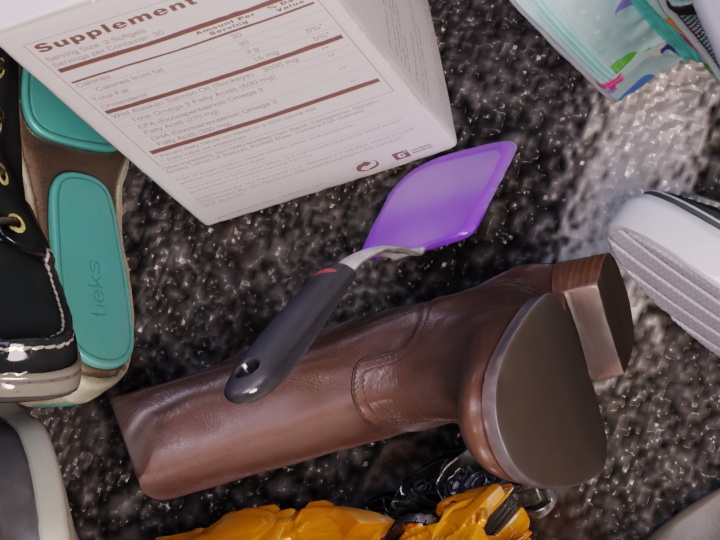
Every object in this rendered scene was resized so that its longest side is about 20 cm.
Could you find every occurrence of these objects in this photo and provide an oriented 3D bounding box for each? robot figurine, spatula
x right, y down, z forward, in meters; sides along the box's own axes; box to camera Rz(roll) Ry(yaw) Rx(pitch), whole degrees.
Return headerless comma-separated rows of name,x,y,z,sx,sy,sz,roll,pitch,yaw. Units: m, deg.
robot figurine,-0.018,0.127,0.882,0.200,0.058,0.145,-13,25,29
spatula,0.000,0.000,0.912,0.056,0.200,0.021,-12,108,33

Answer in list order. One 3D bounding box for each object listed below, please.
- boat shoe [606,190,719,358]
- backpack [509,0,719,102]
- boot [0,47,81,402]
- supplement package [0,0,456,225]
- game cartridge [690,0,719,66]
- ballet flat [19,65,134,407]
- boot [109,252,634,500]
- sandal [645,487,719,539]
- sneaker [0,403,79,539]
boat shoe,0.186,0.016,0.885,0.200,0.072,0.071,30,75,17
backpack,0.100,-0.169,0.903,0.150,0.200,0.178,-28,64,9
boot,-0.153,-0.052,0.930,0.204,0.073,0.154,-135,48,-56
supplement package,-0.055,-0.116,0.943,0.117,0.200,0.117,-17,66,15
game cartridge,0.200,-0.113,0.762,0.200,0.042,0.133,-24,62,8
ballet flat,-0.131,-0.039,1.024,0.062,0.067,0.200,-24,58,43
boot,-0.011,0.054,0.881,0.200,0.186,0.064,-13,97,18
sandal,0.091,0.133,0.878,0.200,0.055,0.082,-25,64,11
sneaker,-0.169,0.096,0.927,0.106,0.075,0.200,-19,21,-16
